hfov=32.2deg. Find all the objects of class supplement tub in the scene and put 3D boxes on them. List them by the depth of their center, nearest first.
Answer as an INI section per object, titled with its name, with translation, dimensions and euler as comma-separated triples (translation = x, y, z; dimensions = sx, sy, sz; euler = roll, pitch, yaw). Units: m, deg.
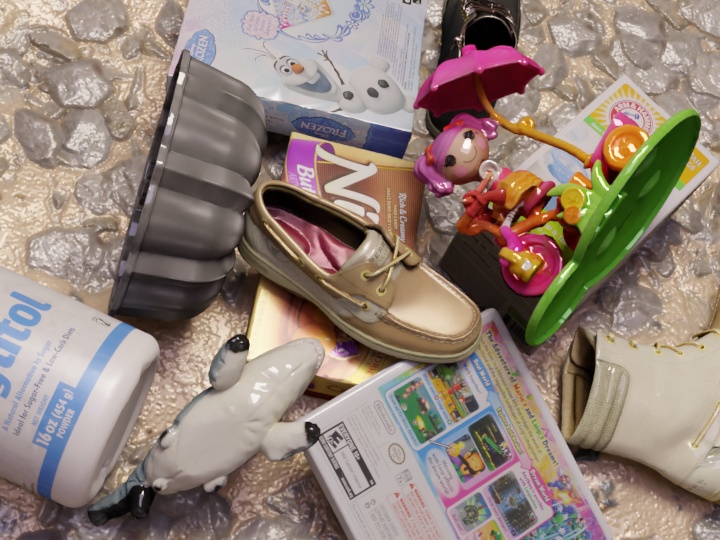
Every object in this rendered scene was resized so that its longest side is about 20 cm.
[supplement tub]
translation = -0.253, 0.067, 0.860
dimensions = 0.199, 0.132, 0.132
euler = 24, 64, -1

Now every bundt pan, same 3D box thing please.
[bundt pan]
translation = -0.122, -0.054, 0.907
dimensions = 0.076, 0.202, 0.203
euler = 16, 64, -13

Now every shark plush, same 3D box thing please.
[shark plush]
translation = -0.102, 0.124, 0.879
dimensions = 0.091, 0.083, 0.200
euler = 40, 98, -8

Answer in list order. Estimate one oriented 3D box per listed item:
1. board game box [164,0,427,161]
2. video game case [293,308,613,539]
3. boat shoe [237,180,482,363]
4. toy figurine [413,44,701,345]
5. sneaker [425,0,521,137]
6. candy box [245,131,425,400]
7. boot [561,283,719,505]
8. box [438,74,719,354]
[board game box]
translation = -0.048, -0.198, 1.048
dimensions = 0.198, 0.043, 0.200
euler = 13, 53, -6
[video game case]
translation = 0.071, 0.157, 0.915
dimensions = 0.182, 0.024, 0.200
euler = -28, 92, -22
[boat shoe]
translation = 0.000, 0.000, 0.903
dimensions = 0.200, 0.066, 0.074
euler = 26, 55, 7
[toy figurine]
translation = 0.113, -0.076, 0.908
dimensions = 0.184, 0.150, 0.200
euler = 36, 89, 21
[sneaker]
translation = 0.112, -0.214, 1.071
dimensions = 0.075, 0.106, 0.201
euler = 14, 65, -5
[candy box]
translation = -0.020, -0.001, 0.979
dimensions = 0.116, 0.056, 0.201
euler = 13, 66, -5
[boot]
translation = 0.245, 0.067, 0.987
dimensions = 0.154, 0.072, 0.201
euler = 21, 68, -8
[box]
translation = 0.177, -0.047, 1.012
dimensions = 0.200, 0.101, 0.113
euler = -40, 79, -24
